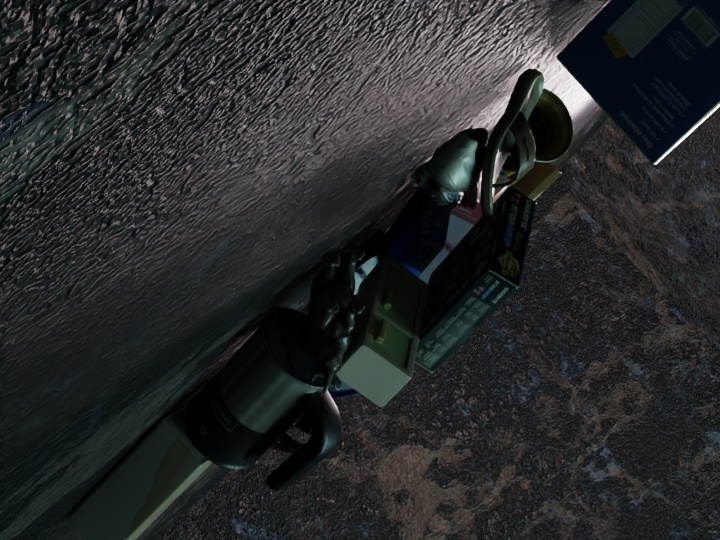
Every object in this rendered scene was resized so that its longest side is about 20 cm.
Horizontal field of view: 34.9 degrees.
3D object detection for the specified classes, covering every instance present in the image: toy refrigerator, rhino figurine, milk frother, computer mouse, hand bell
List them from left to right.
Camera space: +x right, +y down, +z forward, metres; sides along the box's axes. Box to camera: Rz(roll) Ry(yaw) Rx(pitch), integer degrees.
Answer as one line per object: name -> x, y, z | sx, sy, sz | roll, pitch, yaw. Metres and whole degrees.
milk frother -> -0.087, 0.156, 1.454 | 0.188, 0.181, 0.200 | -45, 179, 32
rhino figurine -> -0.033, 0.066, 1.357 | 0.088, 0.059, 0.202 | 118, -18, -44
computer mouse -> 0.000, 0.000, 1.577 | 0.110, 0.044, 0.200 | -44, 174, -2
toy refrigerator -> 0.032, 0.070, 1.442 | 0.070, 0.075, 0.201 | -47, -166, 32
hand bell -> 0.203, -0.173, 1.603 | 0.104, 0.105, 0.200 | -40, -176, -24

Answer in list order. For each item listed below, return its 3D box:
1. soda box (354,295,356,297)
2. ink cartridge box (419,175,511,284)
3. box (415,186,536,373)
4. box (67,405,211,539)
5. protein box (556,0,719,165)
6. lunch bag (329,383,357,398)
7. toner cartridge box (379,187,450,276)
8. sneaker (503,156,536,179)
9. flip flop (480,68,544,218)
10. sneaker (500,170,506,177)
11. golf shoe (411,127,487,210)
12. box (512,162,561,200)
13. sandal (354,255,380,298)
soda box -> -0.011, 0.073, 1.800 | 0.200, 0.064, 0.071 | -42, -145, -14
ink cartridge box -> 0.137, -0.039, 1.628 | 0.116, 0.067, 0.202 | -40, 153, -60
box -> 0.139, 0.012, 1.438 | 0.200, 0.046, 0.160 | -51, -167, 43
box -> -0.275, 0.273, 1.475 | 0.200, 0.078, 0.095 | -45, 174, 18
protein box -> 0.409, -0.288, 1.543 | 0.200, 0.199, 0.135 | -44, 174, 22
lunch bag -> 0.024, 0.115, 1.883 | 0.199, 0.128, 0.170 | -19, -157, 50
toner cartridge box -> 0.071, -0.040, 1.569 | 0.200, 0.043, 0.096 | 126, -22, -63
sneaker -> 0.225, -0.174, 1.821 | 0.200, 0.070, 0.090 | -43, -174, 12
flip flop -> 0.193, -0.155, 1.401 | 0.081, 0.057, 0.202 | 79, 34, -65
sneaker -> 0.142, -0.097, 1.704 | 0.199, 0.079, 0.066 | -40, 175, -22
golf shoe -> 0.135, -0.132, 1.427 | 0.098, 0.078, 0.200 | -51, 174, 15
box -> 0.212, -0.117, 1.866 | 0.200, 0.021, 0.163 | -43, -149, -3
sandal -> 0.025, 0.003, 1.744 | 0.200, 0.048, 0.075 | -41, 175, -30
